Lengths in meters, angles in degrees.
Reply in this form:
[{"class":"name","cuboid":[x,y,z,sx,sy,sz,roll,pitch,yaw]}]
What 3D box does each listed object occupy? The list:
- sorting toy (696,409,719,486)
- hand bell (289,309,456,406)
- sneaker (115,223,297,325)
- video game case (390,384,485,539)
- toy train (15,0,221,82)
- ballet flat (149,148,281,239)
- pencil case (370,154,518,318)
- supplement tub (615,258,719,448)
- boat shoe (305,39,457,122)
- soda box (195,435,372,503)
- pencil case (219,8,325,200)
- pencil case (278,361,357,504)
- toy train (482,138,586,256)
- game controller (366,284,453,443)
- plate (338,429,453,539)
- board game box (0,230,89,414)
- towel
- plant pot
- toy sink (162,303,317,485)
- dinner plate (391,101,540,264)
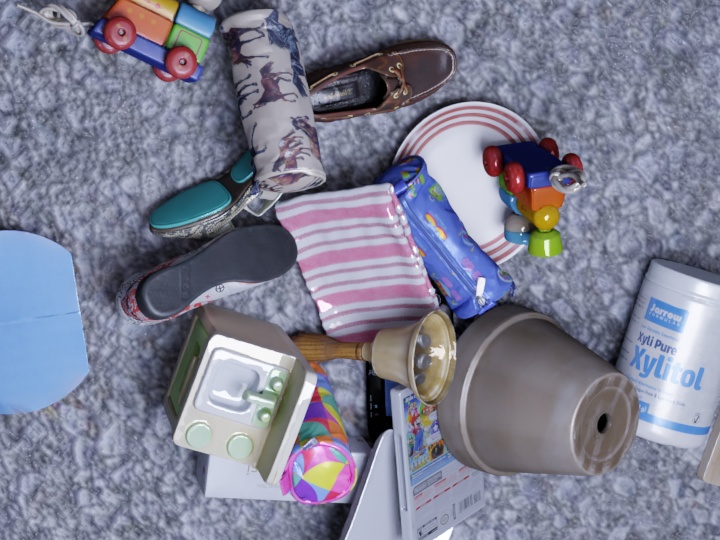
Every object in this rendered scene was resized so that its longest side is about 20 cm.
[{"class":"sorting toy","cuboid":[0.558,0.204,1.880,0.198,0.070,0.201,16,99,-18]},{"class":"hand bell","cuboid":[-0.003,0.089,1.652,0.104,0.199,0.105,-12,104,-58]},{"class":"sneaker","cuboid":[-0.173,0.004,1.624,0.201,0.108,0.068,-25,96,-32]},{"class":"video game case","cuboid":[0.092,0.209,1.721,0.143,0.018,0.201,-23,115,-45]},{"class":"toy train","cuboid":[-0.243,-0.284,1.541,0.199,0.085,0.116,24,86,-19]},{"class":"ballet flat","cuboid":[-0.136,-0.081,1.630,0.200,0.068,0.075,-37,132,-6]},{"class":"pencil case","cuboid":[0.091,-0.033,1.663,0.078,0.087,0.200,-36,109,7]},{"class":"supplement tub","cuboid":[0.379,0.100,1.774,0.131,0.132,0.201,12,100,-18]},{"class":"boat shoe","cuboid":[0.019,-0.205,1.634,0.199,0.070,0.071,-19,107,-11]},{"class":"soda box","cuboid":[-0.086,0.226,1.710,0.199,0.068,0.064,5,101,-17]},{"class":"pencil case","cuboid":[-0.096,-0.179,1.566,0.078,0.089,0.201,2,72,-52]},{"class":"pencil case","cuboid":[-0.060,0.176,1.635,0.088,0.200,0.089,-4,115,-8]},{"class":"toy train","cuboid":[0.203,-0.066,1.619,0.084,0.200,0.117,-9,111,-12]},{"class":"game controller","cuboid":[0.058,0.114,1.737,0.104,0.042,0.202,-5,104,-14]},{"class":"plate","cuboid":[0.042,0.294,1.732,0.200,0.032,0.201,26,84,-50]},{"class":"board game box","cuboid":[-0.382,0.054,1.606,0.157,0.039,0.202,-9,100,-8]},{"class":"towel","cuboid":[0.000,0.000,1.649,0.145,0.030,0.201,-9,117,26]},{"class":"plant pot","cuboid":[0.217,0.153,1.687,0.199,0.173,0.202,-11,107,-39]},{"class":"toy sink","cuboid":[-0.139,0.129,1.603,0.111,0.200,0.131,18,99,-19]},{"class":"dinner plate","cuboid":[0.125,-0.097,1.713,0.199,0.024,0.202,-3,104,-14]}]
